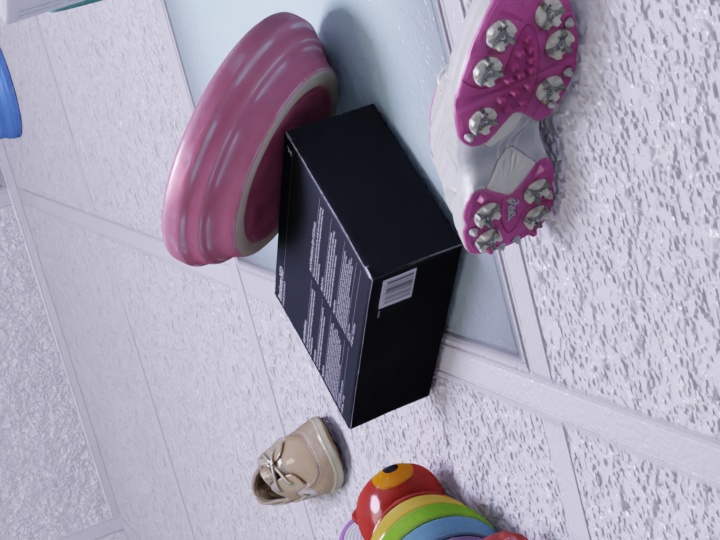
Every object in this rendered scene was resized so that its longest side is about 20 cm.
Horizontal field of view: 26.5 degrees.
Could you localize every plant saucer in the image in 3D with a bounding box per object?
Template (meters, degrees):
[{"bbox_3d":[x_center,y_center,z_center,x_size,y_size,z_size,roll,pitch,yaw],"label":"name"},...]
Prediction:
[{"bbox_3d":[-0.073,-0.089,1.126,0.051,0.201,0.201,26,146,12],"label":"plant saucer"}]

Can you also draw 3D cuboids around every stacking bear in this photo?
[{"bbox_3d":[0.052,0.215,1.161,0.114,0.121,0.200,68,172,-26],"label":"stacking bear"}]

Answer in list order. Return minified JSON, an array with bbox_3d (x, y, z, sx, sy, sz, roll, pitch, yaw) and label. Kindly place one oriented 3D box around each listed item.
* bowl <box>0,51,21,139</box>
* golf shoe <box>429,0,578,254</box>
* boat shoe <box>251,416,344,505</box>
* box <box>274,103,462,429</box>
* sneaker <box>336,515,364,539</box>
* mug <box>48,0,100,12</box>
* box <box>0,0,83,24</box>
[{"bbox_3d":[-0.624,-0.317,2.577,0.201,0.039,0.201,53,154,41],"label":"bowl"},{"bbox_3d":[0.069,-0.101,0.861,0.201,0.075,0.092,94,153,-47],"label":"golf shoe"},{"bbox_3d":[-0.067,0.198,1.517,0.073,0.065,0.200,67,160,11],"label":"boat shoe"},{"bbox_3d":[0.000,0.000,1.131,0.141,0.078,0.200,57,157,28],"label":"box"},{"bbox_3d":[0.066,0.278,1.262,0.200,0.075,0.100,46,180,36],"label":"sneaker"},{"bbox_3d":[-0.274,-0.341,1.494,0.185,0.114,0.153,31,137,62],"label":"mug"},{"bbox_3d":[-0.227,-0.339,1.240,0.172,0.198,0.200,66,162,12],"label":"box"}]
